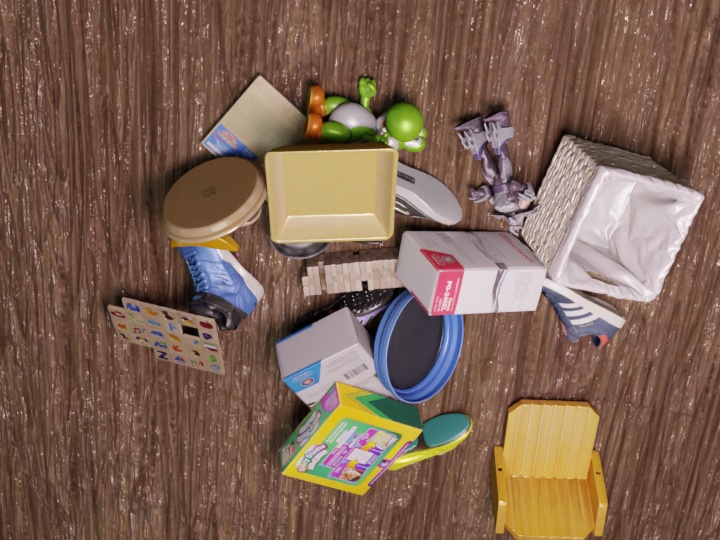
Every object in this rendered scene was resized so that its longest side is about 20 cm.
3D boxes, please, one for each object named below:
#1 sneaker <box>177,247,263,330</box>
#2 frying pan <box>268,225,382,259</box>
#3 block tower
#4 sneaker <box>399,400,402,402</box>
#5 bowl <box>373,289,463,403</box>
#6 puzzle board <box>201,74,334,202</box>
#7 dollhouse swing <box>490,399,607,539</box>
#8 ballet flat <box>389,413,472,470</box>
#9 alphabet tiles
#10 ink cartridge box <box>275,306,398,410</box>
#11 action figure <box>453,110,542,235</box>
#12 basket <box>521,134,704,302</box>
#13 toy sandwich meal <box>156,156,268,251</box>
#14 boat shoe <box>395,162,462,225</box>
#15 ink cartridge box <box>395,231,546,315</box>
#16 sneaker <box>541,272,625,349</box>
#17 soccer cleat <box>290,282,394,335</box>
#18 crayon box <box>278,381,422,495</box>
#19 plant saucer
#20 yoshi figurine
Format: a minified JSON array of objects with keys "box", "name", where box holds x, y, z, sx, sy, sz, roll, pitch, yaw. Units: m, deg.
[{"box":[-0.259,0.016,1.618,0.200,0.112,0.076,47,149,-23],"name":"sneaker"},{"box":[-0.061,-0.078,1.622,0.187,0.031,0.116,-13,129,-5],"name":"frying pan"},{"box":[0.000,0.000,1.650,0.197,0.058,0.055,-6,115,1],"name":"block tower"},{"box":[-0.005,0.265,1.759,0.090,0.070,0.200,34,112,-18],"name":"sneaker"},{"box":[0.098,0.122,1.650,0.039,0.199,0.204,15,112,42],"name":"bowl"},{"box":[-0.136,-0.196,1.583,0.200,0.017,0.151,41,109,-16],"name":"puzzle board"},{"box":[0.346,0.360,1.761,0.197,0.183,0.177,3,135,-1],"name":"dollhouse swing"},{"box":[0.120,0.319,1.797,0.198,0.067,0.067,-22,134,12],"name":"ballet flat"},{"box":[-0.333,0.111,1.673,0.197,0.008,0.168,13,144,9],"name":"alphabet tiles"},{"box":[-0.034,0.172,1.668,0.145,0.085,0.200,-27,139,9],"name":"ink cartridge box"},{"box":[0.221,-0.150,1.564,0.129,0.069,0.203,-6,108,47],"name":"action figure"},{"box":[0.389,-0.082,1.540,0.195,0.161,0.202,10,114,-21],"name":"basket"},{"box":[-0.229,-0.098,1.530,0.202,0.207,0.071,-17,134,7],"name":"toy sandwich meal"},{"box":[0.074,-0.126,1.593,0.198,0.071,0.064,28,139,-18],"name":"boat shoe"},{"box":[0.178,0.001,1.573,0.197,0.145,0.085,0,116,-22],"name":"ink cartridge box"},{"box":[0.356,0.071,1.673,0.198,0.075,0.085,29,107,-13],"name":"sneaker"},{"box":[-0.023,0.086,1.691,0.198,0.069,0.073,-29,132,10],"name":"soccer cleat"},{"box":[-0.019,0.293,1.683,0.171,0.059,0.201,21,125,-26],"name":"crayon box"},{"box":[-0.045,-0.127,1.511,0.197,0.049,0.201,-2,140,-3],"name":"plant saucer"},{"box":[0.015,-0.236,1.518,0.197,0.112,0.114,10,106,-10],"name":"yoshi figurine"}]
